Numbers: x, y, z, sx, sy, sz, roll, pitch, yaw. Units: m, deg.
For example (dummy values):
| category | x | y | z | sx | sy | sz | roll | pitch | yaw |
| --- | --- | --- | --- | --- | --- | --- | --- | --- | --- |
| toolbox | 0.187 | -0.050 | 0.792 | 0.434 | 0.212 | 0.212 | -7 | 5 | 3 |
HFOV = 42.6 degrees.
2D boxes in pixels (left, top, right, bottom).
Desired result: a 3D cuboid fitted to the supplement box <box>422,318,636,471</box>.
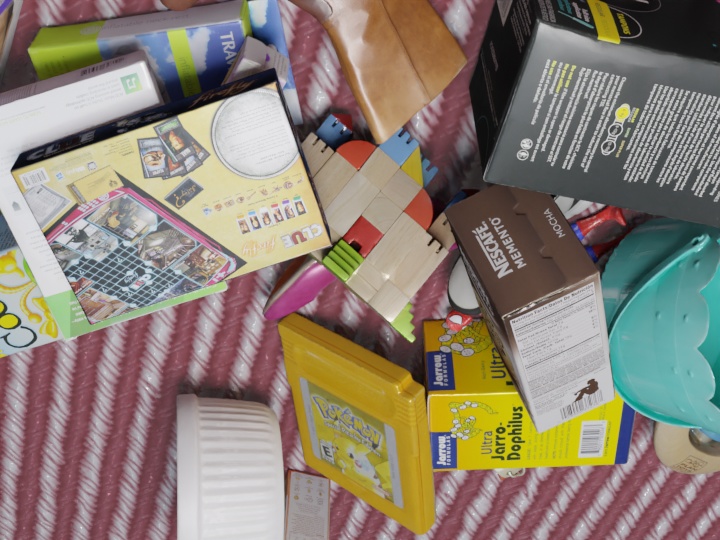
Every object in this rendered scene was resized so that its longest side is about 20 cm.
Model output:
| category | x | y | z | sx | sy | sz | roll | pitch | yaw |
| --- | --- | --- | --- | --- | --- | --- | --- | --- | --- |
| supplement box | 0.162 | 0.120 | 0.921 | 0.197 | 0.110 | 0.111 | -3 | 127 | 3 |

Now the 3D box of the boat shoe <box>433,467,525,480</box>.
| category | x | y | z | sx | sy | sz | roll | pitch | yaw |
| --- | --- | --- | --- | --- | --- | --- | --- | --- | --- |
| boat shoe | 0.144 | 0.192 | 0.989 | 0.197 | 0.064 | 0.071 | 2 | 163 | 2 |

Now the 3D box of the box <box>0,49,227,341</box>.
| category | x | y | z | sx | sy | sz | roll | pitch | yaw |
| --- | --- | --- | --- | --- | --- | --- | --- | --- | --- |
| box | -0.201 | -0.053 | 0.719 | 0.142 | 0.036 | 0.202 | -17 | 119 | -2 |

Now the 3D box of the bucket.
| category | x | y | z | sx | sy | sz | roll | pitch | yaw |
| --- | --- | --- | --- | --- | --- | --- | --- | --- | --- |
| bucket | 0.310 | 0.044 | 0.794 | 0.205 | 0.134 | 0.211 | -1 | 92 | -29 |

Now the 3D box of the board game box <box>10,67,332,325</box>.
| category | x | y | z | sx | sy | sz | roll | pitch | yaw |
| --- | --- | --- | --- | --- | --- | --- | --- | --- | --- |
| board game box | -0.134 | -0.051 | 0.684 | 0.197 | 0.035 | 0.137 | -17 | 119 | 2 |

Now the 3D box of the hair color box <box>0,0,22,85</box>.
| category | x | y | z | sx | sy | sz | roll | pitch | yaw |
| --- | --- | --- | --- | --- | --- | --- | --- | --- | --- |
| hair color box | -0.331 | -0.136 | 0.737 | 0.064 | 0.110 | 0.201 | 20 | 125 | -14 |

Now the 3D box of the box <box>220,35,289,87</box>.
| category | x | y | z | sx | sy | sz | roll | pitch | yaw |
| --- | --- | --- | --- | --- | --- | --- | --- | --- | --- |
| box | -0.120 | -0.094 | 0.750 | 0.038 | 0.042 | 0.201 | 25 | 125 | -17 |

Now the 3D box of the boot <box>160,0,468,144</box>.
| category | x | y | z | sx | sy | sz | roll | pitch | yaw |
| --- | --- | --- | --- | --- | --- | --- | --- | --- | --- |
| boot | -0.032 | -0.183 | 0.685 | 0.188 | 0.068 | 0.201 | -41 | 118 | -19 |

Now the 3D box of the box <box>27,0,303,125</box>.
| category | x | y | z | sx | sy | sz | roll | pitch | yaw |
| --- | --- | --- | --- | --- | --- | --- | --- | --- | --- |
| box | -0.155 | -0.150 | 0.764 | 0.197 | 0.048 | 0.123 | -6 | 128 | 6 |

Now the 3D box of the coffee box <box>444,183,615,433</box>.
| category | x | y | z | sx | sy | sz | roll | pitch | yaw |
| --- | --- | --- | --- | --- | --- | --- | --- | --- | --- |
| coffee box | 0.142 | 0.031 | 0.752 | 0.079 | 0.114 | 0.201 | -25 | 142 | 2 |

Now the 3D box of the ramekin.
| category | x | y | z | sx | sy | sz | roll | pitch | yaw |
| --- | --- | --- | --- | --- | --- | --- | --- | --- | --- |
| ramekin | -0.138 | 0.228 | 0.956 | 0.103 | 0.201 | 0.202 | 0 | 128 | -11 |

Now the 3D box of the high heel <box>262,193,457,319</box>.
| category | x | y | z | sx | sy | sz | roll | pitch | yaw |
| --- | --- | --- | --- | --- | --- | --- | --- | --- | --- |
| high heel | 0.000 | 0.000 | 0.862 | 0.200 | 0.067 | 0.096 | -43 | 106 | 13 |

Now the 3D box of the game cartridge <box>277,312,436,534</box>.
| category | x | y | z | sx | sy | sz | roll | pitch | yaw |
| --- | --- | --- | --- | --- | --- | --- | --- | --- | --- |
| game cartridge | -0.004 | 0.156 | 0.934 | 0.175 | 0.032 | 0.202 | 23 | 137 | 36 |

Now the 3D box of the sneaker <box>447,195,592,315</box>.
| category | x | y | z | sx | sy | sz | roll | pitch | yaw |
| --- | --- | --- | --- | --- | --- | --- | --- | --- | --- |
| sneaker | 0.132 | -0.041 | 0.811 | 0.079 | 0.074 | 0.201 | -1 | 133 | -51 |

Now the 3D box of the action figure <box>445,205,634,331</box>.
| category | x | y | z | sx | sy | sz | roll | pitch | yaw |
| --- | --- | --- | --- | --- | --- | --- | --- | --- | --- |
| action figure | 0.166 | 0.007 | 0.878 | 0.198 | 0.052 | 0.065 | -29 | 126 | 23 |

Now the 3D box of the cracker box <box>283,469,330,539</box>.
| category | x | y | z | sx | sy | sz | roll | pitch | yaw |
| --- | --- | --- | --- | --- | --- | --- | --- | --- | --- |
| cracker box | -0.078 | 0.347 | 1.036 | 0.057 | 0.201 | 0.135 | 15 | 127 | -10 |

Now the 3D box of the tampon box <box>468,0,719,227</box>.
| category | x | y | z | sx | sy | sz | roll | pitch | yaw |
| --- | --- | --- | --- | --- | --- | --- | --- | --- | --- |
| tampon box | 0.198 | -0.140 | 0.702 | 0.197 | 0.151 | 0.127 | 10 | 127 | -7 |

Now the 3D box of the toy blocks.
| category | x | y | z | sx | sy | sz | roll | pitch | yaw |
| --- | --- | --- | --- | --- | --- | --- | --- | --- | --- |
| toy blocks | 0.011 | -0.058 | 0.775 | 0.199 | 0.100 | 0.137 | 40 | 87 | 0 |

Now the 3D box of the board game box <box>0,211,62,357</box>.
| category | x | y | z | sx | sy | sz | roll | pitch | yaw |
| --- | --- | --- | --- | --- | --- | --- | --- | --- | --- |
| board game box | -0.280 | -0.007 | 0.835 | 0.197 | 0.106 | 0.104 | -16 | 125 | 13 |

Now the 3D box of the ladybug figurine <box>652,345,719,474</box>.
| category | x | y | z | sx | sy | sz | roll | pitch | yaw |
| --- | --- | --- | --- | --- | --- | --- | --- | --- | --- |
| ladybug figurine | 0.374 | 0.130 | 0.949 | 0.134 | 0.072 | 0.201 | 23 | 123 | -17 |
